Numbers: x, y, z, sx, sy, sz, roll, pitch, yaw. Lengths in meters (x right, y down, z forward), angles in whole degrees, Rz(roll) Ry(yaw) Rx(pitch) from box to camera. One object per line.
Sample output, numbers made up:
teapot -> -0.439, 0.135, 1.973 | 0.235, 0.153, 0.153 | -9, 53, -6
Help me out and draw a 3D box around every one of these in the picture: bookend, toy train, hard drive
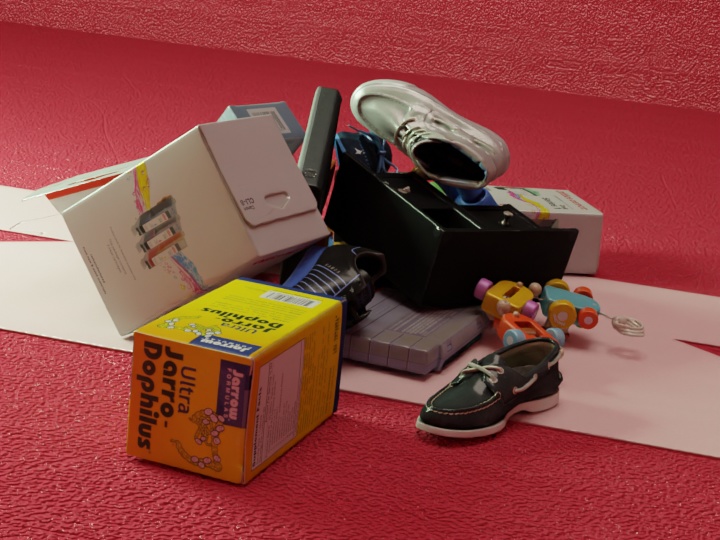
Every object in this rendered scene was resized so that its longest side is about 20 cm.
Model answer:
bookend -> 0.100, -0.048, 1.683 | 0.200, 0.092, 0.199 | 0, 28, -36
toy train -> 0.198, 0.064, 1.584 | 0.200, 0.056, 0.150 | -2, 30, -41
hard drive -> -0.054, -0.093, 1.665 | 0.033, 0.140, 0.200 | 10, 37, 0

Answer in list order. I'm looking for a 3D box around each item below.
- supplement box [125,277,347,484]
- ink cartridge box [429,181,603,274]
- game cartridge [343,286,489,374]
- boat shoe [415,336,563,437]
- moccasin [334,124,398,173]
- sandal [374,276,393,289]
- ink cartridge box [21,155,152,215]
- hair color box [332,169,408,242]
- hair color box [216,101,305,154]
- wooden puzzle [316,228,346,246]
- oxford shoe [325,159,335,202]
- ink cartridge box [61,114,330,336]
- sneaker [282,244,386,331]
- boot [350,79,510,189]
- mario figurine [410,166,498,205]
supplement box -> -0.100, 0.087, 1.272 | 0.109, 0.109, 0.200 | 11, 16, 19
ink cartridge box -> 0.197, -0.056, 1.953 | 0.199, 0.084, 0.145 | 2, 15, -13
game cartridge -> 0.048, 0.062, 1.568 | 0.129, 0.039, 0.200 | 15, 17, 20
boat shoe -> 0.119, 0.104, 1.378 | 0.075, 0.061, 0.200 | 15, 18, 31
moccasin -> 0.005, -0.143, 1.799 | 0.068, 0.081, 0.200 | -12, 14, 0
sandal -> 0.000, 0.000, 1.696 | 0.199, 0.045, 0.075 | -13, 6, -26
ink cartridge box -> -0.265, -0.092, 1.670 | 0.162, 0.050, 0.200 | -14, 10, 9
hair color box -> 0.016, -0.081, 1.859 | 0.101, 0.061, 0.200 | 1, 13, -1
hair color box -> -0.163, -0.120, 1.864 | 0.099, 0.200, 0.061 | -11, 61, -47
wooden puzzle -> -0.003, -0.031, 1.864 | 0.185, 0.046, 0.200 | -7, 19, -39
oxford shoe -> -0.075, -0.108, 1.874 | 0.073, 0.072, 0.200 | 16, 13, 2
ink cartridge box -> -0.164, -0.048, 1.522 | 0.200, 0.145, 0.145 | -27, -3, 29
sneaker -> -0.033, 0.036, 1.465 | 0.078, 0.070, 0.200 | -1, 35, 20
boot -> 0.070, -0.154, 1.693 | 0.200, 0.074, 0.096 | 24, 22, 11
mario figurine -> 0.138, -0.050, 1.794 | 0.200, 0.106, 0.123 | 48, 15, -11
